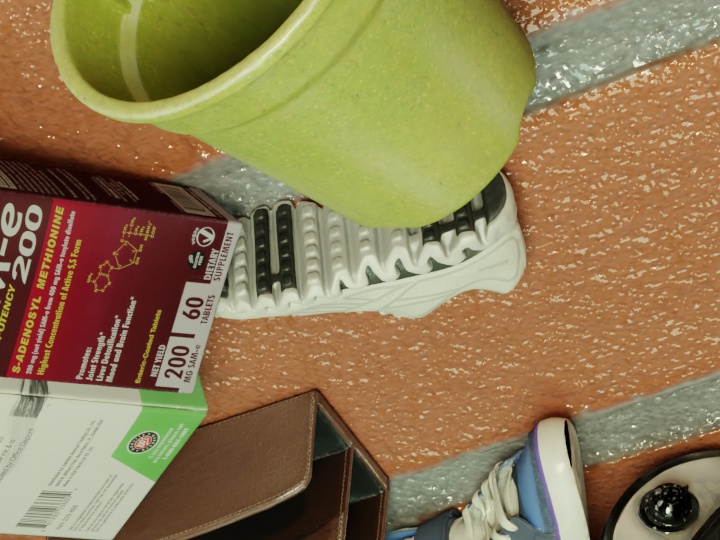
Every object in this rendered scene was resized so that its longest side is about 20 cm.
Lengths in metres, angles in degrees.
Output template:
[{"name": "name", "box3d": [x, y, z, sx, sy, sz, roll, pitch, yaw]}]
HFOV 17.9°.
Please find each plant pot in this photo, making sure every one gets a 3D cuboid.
[{"name": "plant pot", "box3d": [-0.016, -0.117, 1.110, 0.200, 0.201, 0.184, -25, 138, 27]}]

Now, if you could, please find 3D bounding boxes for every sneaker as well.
[{"name": "sneaker", "box3d": [0.074, 0.174, 1.458, 0.146, 0.081, 0.201, -6, 139, 5]}, {"name": "sneaker", "box3d": [0.000, 0.000, 1.305, 0.199, 0.075, 0.081, -11, 142, 16]}]

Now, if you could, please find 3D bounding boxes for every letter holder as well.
[{"name": "letter holder", "box3d": [-0.094, 0.184, 1.440, 0.199, 0.143, 0.101, -19, 130, 23]}]

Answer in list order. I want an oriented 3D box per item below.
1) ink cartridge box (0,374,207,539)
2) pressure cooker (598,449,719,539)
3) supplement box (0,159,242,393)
[{"name": "ink cartridge box", "box3d": [-0.214, 0.084, 1.351, 0.199, 0.084, 0.146, 8, 138, -33]}, {"name": "pressure cooker", "box3d": [0.226, 0.212, 1.409, 0.178, 0.176, 0.201, -4, 137, 1]}, {"name": "supplement box", "box3d": [-0.174, 0.001, 1.250, 0.199, 0.061, 0.109, 7, 109, -33]}]
